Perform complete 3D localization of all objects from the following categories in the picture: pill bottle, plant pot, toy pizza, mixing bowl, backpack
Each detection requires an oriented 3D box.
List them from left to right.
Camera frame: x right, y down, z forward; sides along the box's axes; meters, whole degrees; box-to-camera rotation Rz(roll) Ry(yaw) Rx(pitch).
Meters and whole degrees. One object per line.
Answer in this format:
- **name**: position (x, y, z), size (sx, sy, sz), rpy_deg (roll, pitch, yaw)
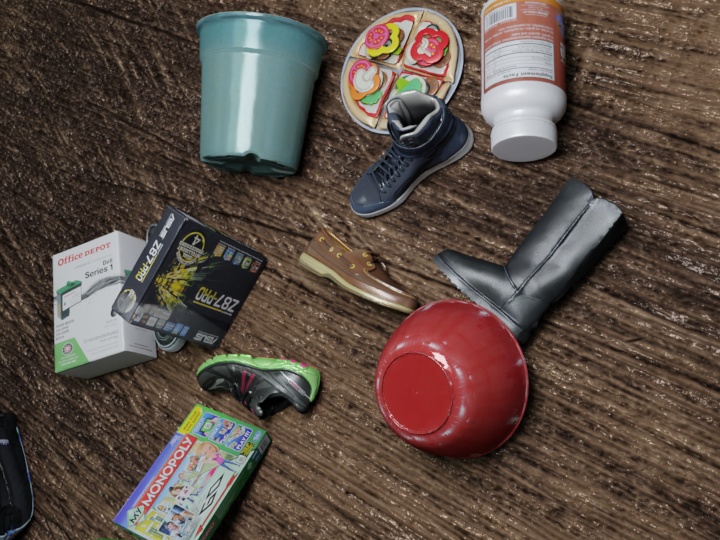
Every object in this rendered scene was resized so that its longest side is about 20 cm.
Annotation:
- **backpack**: position (-0.602, 0.343, 1.287), size (0.154, 0.163, 0.200), rpy_deg (-48, 67, 17)
- **plant pot**: position (-0.156, -0.251, 1.206), size (0.198, 0.200, 0.199), rpy_deg (4, 85, 27)
- **toy pizza**: position (0.055, -0.299, 1.195), size (0.198, 0.032, 0.203), rpy_deg (-7, 73, 25)
- **mixing bowl**: position (0.091, 0.140, 0.980), size (0.198, 0.108, 0.203), rpy_deg (3, 95, 32)
- **pill bottle**: position (0.212, -0.252, 1.058), size (0.111, 0.112, 0.203), rpy_deg (-5, 74, 25)

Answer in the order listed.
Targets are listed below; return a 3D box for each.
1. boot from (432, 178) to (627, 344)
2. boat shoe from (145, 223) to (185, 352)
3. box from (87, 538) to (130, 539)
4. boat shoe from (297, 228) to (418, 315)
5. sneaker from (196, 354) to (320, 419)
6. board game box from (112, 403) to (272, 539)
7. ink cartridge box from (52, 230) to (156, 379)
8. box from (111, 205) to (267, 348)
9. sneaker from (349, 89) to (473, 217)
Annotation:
- **boot**: position (0.211, -0.036, 1.023), size (0.165, 0.066, 0.201), rpy_deg (42, 99, 21)
- **boat shoe**: position (-0.308, 0.025, 1.266), size (0.073, 0.068, 0.202), rpy_deg (-8, 73, 25)
- **box**: position (-0.318, 0.472, 1.130), size (0.198, 0.097, 0.179), rpy_deg (-7, 73, 24)
- **boat shoe**: position (0.000, 0.000, 1.117), size (0.199, 0.072, 0.068), rpy_deg (28, 91, 32)
- **sneaker**: position (-0.153, 0.165, 1.145), size (0.198, 0.077, 0.085), rpy_deg (0, 72, 28)
- **board game box**: position (-0.230, 0.290, 1.123), size (0.133, 0.029, 0.201), rpy_deg (14, 54, 28)
- **ink cartridge box**: position (-0.412, 0.056, 1.300), size (0.145, 0.084, 0.203), rpy_deg (-18, 69, 21)
- **box**: position (-0.238, 0.016, 1.158), size (0.049, 0.200, 0.162), rpy_deg (32, 91, 31)
- **sneaker**: position (0.043, -0.159, 1.099), size (0.201, 0.146, 0.077), rpy_deg (-36, 65, 15)
